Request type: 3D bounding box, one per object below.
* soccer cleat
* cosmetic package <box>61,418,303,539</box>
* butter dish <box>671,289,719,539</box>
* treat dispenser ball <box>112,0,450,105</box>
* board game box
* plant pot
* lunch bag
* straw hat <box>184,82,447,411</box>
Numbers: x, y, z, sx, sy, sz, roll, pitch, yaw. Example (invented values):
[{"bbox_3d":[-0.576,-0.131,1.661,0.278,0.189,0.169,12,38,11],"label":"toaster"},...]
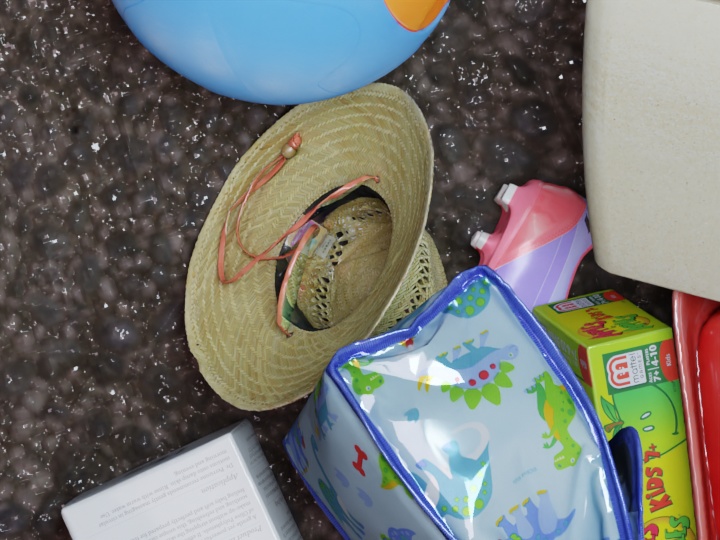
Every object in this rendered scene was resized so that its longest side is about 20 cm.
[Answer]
[{"bbox_3d":[0.070,0.047,1.616,0.076,0.067,0.200,27,91,-2],"label":"soccer cleat"},{"bbox_3d":[-0.070,0.194,1.619,0.107,0.085,0.200,-23,91,5],"label":"cosmetic package"},{"bbox_3d":[0.259,0.083,1.520,0.148,0.200,0.200,-5,92,33],"label":"butter dish"},{"bbox_3d":[-0.041,-0.186,1.546,0.200,0.201,0.201,0,92,4],"label":"treat dispenser ball"},{"bbox_3d":[0.141,0.120,1.568,0.048,0.102,0.200,-13,103,-11],"label":"board game box"},{"bbox_3d":[0.204,-0.088,1.456,0.199,0.200,0.177,14,123,5],"label":"plant pot"},{"bbox_3d":[0.067,0.118,1.480,0.127,0.170,0.200,-31,80,-15],"label":"lunch bag"},{"bbox_3d":[0.000,0.000,1.592,0.085,0.201,0.201,29,95,-34],"label":"straw hat"}]
